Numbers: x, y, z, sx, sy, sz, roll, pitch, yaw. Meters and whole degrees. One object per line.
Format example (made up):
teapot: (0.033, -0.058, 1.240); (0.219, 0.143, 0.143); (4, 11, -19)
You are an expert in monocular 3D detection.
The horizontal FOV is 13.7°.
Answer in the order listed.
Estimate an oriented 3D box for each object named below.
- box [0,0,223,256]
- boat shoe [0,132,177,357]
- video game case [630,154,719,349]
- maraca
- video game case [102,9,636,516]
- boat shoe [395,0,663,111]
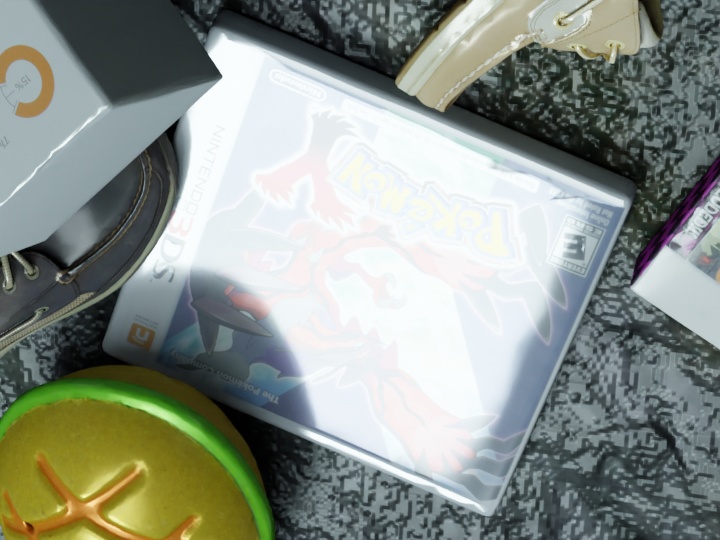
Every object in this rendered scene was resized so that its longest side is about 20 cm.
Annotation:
box: (-0.174, -0.118, 1.248); (0.124, 0.097, 0.200); (-39, 82, 28)
boat shoe: (-0.161, 0.000, 1.346); (0.200, 0.073, 0.075); (-41, 83, 29)
video game case: (0.242, -0.018, 1.264); (0.181, 0.036, 0.200); (34, 120, -6)
maraca: (-0.102, 0.124, 1.392); (0.136, 0.107, 0.201); (7, 134, 19)
video game case: (0.000, 0.000, 1.344); (0.199, 0.023, 0.183); (23, 121, 2)
boat shoe: (0.100, -0.119, 1.225); (0.200, 0.074, 0.069); (-39, 97, 27)
